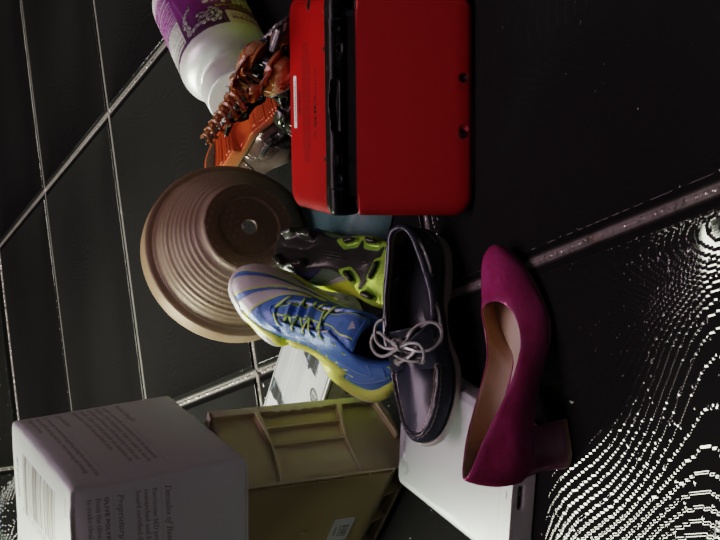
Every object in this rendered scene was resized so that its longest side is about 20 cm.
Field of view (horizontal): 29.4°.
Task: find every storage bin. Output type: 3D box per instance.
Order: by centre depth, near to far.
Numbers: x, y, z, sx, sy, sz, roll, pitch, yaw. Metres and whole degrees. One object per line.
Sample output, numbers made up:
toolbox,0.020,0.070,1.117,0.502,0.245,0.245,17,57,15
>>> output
storage bin,-0.071,0.232,1.409,0.094,0.197,0.201,64,147,38

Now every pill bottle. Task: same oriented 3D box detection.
pill bottle,-0.170,-0.269,1.626,0.201,0.112,0.113,62,146,38

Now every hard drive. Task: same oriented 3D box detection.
hard drive,0.095,0.169,1.255,0.200,0.026,0.133,28,119,59

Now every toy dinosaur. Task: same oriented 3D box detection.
toy dinosaur,-0.094,-0.194,1.367,0.102,0.199,0.136,52,153,25

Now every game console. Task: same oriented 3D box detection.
game console,0.014,-0.156,1.273,0.172,0.118,0.202,-161,70,-67

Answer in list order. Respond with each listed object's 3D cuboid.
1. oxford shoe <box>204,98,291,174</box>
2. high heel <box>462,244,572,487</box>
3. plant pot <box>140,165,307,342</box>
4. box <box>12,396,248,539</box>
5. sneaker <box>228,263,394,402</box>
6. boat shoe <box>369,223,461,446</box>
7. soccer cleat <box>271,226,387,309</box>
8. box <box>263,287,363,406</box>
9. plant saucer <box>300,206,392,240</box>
oxford shoe,-0.097,-0.168,1.558,0.200,0.073,0.072,-42,42,37
high heel,0.107,0.077,1.132,0.067,0.095,0.202,-30,67,62
plant pot,-0.130,-0.031,1.477,0.093,0.199,0.202,133,127,-61
box,-0.219,0.249,1.301,0.199,0.170,0.202,23,117,58
sneaker,-0.035,0.046,1.338,0.076,0.199,0.105,-57,1,-27
boat shoe,0.050,0.056,1.243,0.074,0.062,0.202,-6,75,37
soccer cleat,0.000,-0.001,1.375,0.199,0.084,0.065,17,84,39
box,-0.043,0.125,1.490,0.117,0.060,0.201,62,146,39
plant saucer,-0.025,-0.099,1.444,0.200,0.036,0.202,17,110,62
